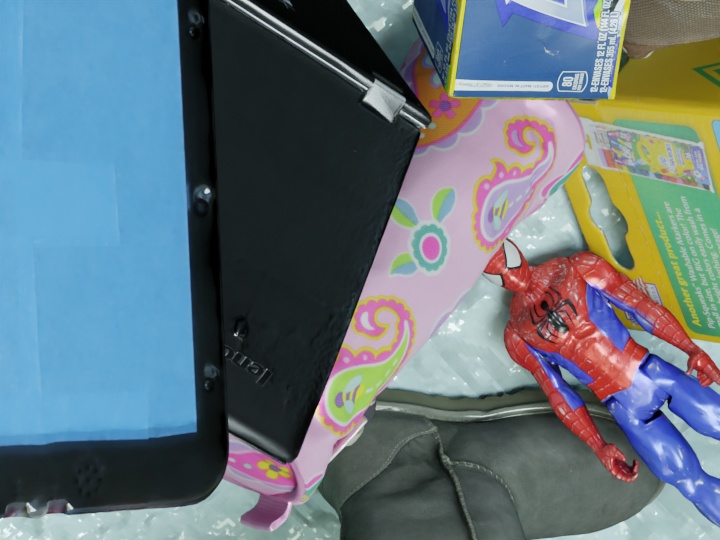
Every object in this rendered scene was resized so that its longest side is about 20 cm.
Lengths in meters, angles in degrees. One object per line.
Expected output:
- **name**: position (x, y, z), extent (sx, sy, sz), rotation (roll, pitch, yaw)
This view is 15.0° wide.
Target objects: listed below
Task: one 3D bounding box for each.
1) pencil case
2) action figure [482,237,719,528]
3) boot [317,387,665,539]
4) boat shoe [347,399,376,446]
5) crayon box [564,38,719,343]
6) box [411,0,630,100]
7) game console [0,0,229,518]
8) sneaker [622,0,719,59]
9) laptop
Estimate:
- **pencil case**: position (0.000, 0.000, 1.029), extent (0.200, 0.087, 0.088), rotation (-51, 125, -25)
- **action figure**: position (0.122, 0.055, 1.128), extent (0.200, 0.052, 0.065), rotation (42, 107, 1)
- **boot**: position (0.063, 0.128, 1.097), extent (0.180, 0.200, 0.073), rotation (0, 119, -15)
- **boat shoe**: position (-0.050, -0.008, 1.069), extent (0.063, 0.073, 0.200), rotation (-39, 116, 12)
- **crayon box**: position (0.175, -0.027, 1.079), extent (0.052, 0.199, 0.126), rotation (-48, 129, -33)
- **box**: position (0.064, -0.162, 0.942), extent (0.064, 0.070, 0.201), rotation (0, 119, -12)
- **game console**: position (-0.097, -0.026, 0.810), extent (0.118, 0.172, 0.202), rotation (-3, 87, -6)
- **sneaker**: position (0.181, -0.133, 1.052), extent (0.199, 0.071, 0.076), rotation (-13, 153, -16)
- **laptop**: position (-0.084, -0.064, 0.949), extent (0.187, 0.200, 0.116), rotation (32, 104, -27)
